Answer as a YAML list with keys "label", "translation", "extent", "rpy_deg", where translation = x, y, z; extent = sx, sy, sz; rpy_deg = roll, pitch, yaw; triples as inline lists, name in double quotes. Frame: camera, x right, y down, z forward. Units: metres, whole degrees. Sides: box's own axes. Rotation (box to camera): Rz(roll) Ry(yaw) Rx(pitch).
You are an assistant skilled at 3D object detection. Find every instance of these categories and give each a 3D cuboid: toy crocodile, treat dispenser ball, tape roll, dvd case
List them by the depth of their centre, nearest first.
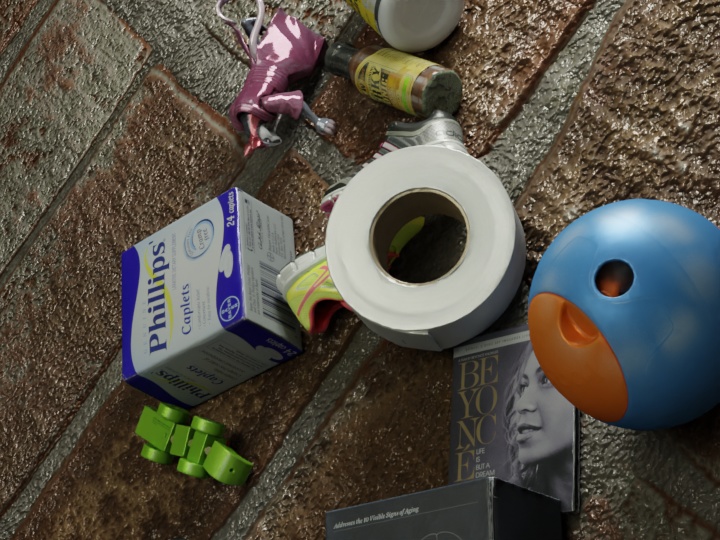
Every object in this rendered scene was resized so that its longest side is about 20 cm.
- label: "treat dispenser ball"
  translation: [0.246, 0.038, 1.366]
  extent: [0.200, 0.201, 0.202]
  rpy_deg: [-21, 56, 34]
- label: "dvd case"
  translation: [0.149, 0.149, 1.533]
  extent: [0.148, 0.016, 0.201]
  rpy_deg: [-16, 58, 37]
- label: "tape roll"
  translation: [0.067, -0.023, 1.605]
  extent: [0.201, 0.071, 0.203]
  rpy_deg: [-5, 70, 13]
- label: "toy crocodile"
  translation: [-0.196, 0.198, 1.803]
  extent: [0.200, 0.062, 0.068]
  rpy_deg: [13, 83, 51]

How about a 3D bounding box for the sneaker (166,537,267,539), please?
- label: "sneaker"
  translation: [-0.174, 0.323, 1.698]
  extent: [0.200, 0.077, 0.111]
  rpy_deg: [-45, 54, 25]

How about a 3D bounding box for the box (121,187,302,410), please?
- label: "box"
  translation: [-0.178, 0.035, 1.833]
  extent: [0.200, 0.105, 0.185]
  rpy_deg: [-28, 51, 30]

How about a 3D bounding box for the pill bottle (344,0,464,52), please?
- label: "pill bottle"
  translation: [0.030, -0.346, 1.833]
  extent: [0.112, 0.112, 0.200]
  rpy_deg: [-50, 44, 11]

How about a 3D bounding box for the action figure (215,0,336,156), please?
- label: "action figure"
  translation: [-0.110, -0.228, 1.887]
  extent: [0.133, 0.149, 0.201]
  rpy_deg: [-11, 48, 32]

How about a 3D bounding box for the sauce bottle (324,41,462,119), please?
- label: "sauce bottle"
  translation: [0.032, -0.223, 1.803]
  extent: [0.200, 0.065, 0.065]
  rpy_deg: [26, 87, 48]

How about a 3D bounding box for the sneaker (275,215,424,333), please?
- label: "sneaker"
  translation: [0.000, 0.000, 1.718]
  extent: [0.200, 0.078, 0.091]
  rpy_deg: [-37, 59, 28]

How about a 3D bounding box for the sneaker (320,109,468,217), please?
- label: "sneaker"
  translation: [0.040, -0.115, 1.736]
  extent: [0.199, 0.074, 0.088]
  rpy_deg: [-27, 43, 35]

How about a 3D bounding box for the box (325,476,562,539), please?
- label: "box"
  translation: [0.077, 0.310, 1.432]
  extent: [0.199, 0.124, 0.198]
  rpy_deg: [-18, 64, 36]
